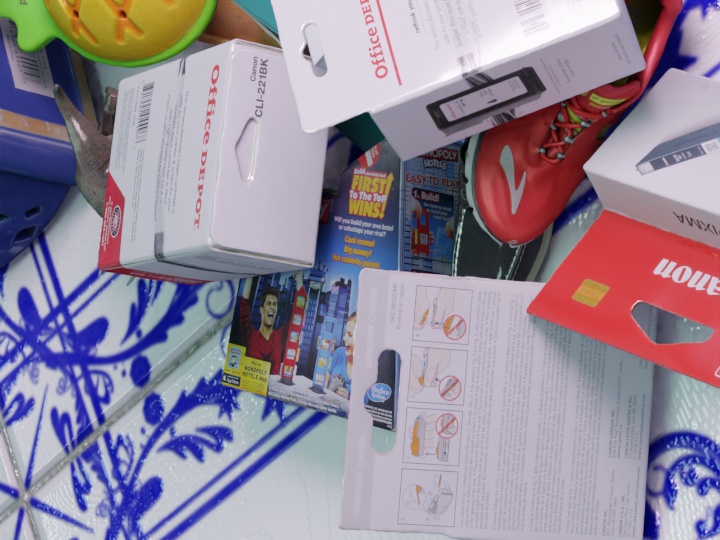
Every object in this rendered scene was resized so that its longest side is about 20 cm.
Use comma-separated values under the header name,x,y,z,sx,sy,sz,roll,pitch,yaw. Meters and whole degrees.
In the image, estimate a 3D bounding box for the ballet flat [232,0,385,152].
name,x,y,z,sx,sy,sz,roll,pitch,yaw
ballet flat,-0.023,-0.167,1.643,0.200,0.069,0.069,47,122,2

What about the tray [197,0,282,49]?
name,x,y,z,sx,sy,sz,roll,pitch,yaw
tray,-0.099,-0.218,1.758,0.200,0.037,0.099,19,98,43

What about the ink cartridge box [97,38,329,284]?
name,x,y,z,sx,sy,sz,roll,pitch,yaw
ink cartridge box,-0.103,-0.071,1.633,0.200,0.084,0.144,-8,74,62

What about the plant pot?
name,x,y,z,sx,sy,sz,roll,pitch,yaw
plant pot,-0.325,-0.128,1.864,0.180,0.200,0.200,-29,65,31

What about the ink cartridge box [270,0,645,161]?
name,x,y,z,sx,sy,sz,roll,pitch,yaw
ink cartridge box,0.057,-0.146,1.406,0.200,0.068,0.116,-20,60,11

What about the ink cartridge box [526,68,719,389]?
name,x,y,z,sx,sy,sz,roll,pitch,yaw
ink cartridge box,0.210,-0.024,1.359,0.200,0.045,0.176,22,63,44

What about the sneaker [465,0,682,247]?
name,x,y,z,sx,sy,sz,roll,pitch,yaw
sneaker,0.131,-0.106,1.444,0.200,0.077,0.085,-61,12,2

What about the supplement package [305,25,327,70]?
name,x,y,z,sx,sy,sz,roll,pitch,yaw
supplement package,0.034,-0.237,1.548,0.156,0.111,0.200,-44,44,32

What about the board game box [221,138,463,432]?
name,x,y,z,sx,sy,sz,roll,pitch,yaw
board game box,0.000,0.000,1.611,0.200,0.062,0.200,12,91,50

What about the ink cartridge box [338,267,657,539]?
name,x,y,z,sx,sy,sz,roll,pitch,yaw
ink cartridge box,0.081,0.085,1.432,0.050,0.200,0.161,177,98,-73

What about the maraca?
name,x,y,z,sx,sy,sz,roll,pitch,yaw
maraca,-0.190,-0.219,1.734,0.200,0.107,0.137,3,92,27

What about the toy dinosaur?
name,x,y,z,sx,sy,sz,roll,pitch,yaw
toy dinosaur,-0.174,-0.071,1.749,0.077,0.200,0.102,10,67,19

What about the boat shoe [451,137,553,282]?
name,x,y,z,sx,sy,sz,roll,pitch,yaw
boat shoe,0.093,-0.066,1.522,0.072,0.065,0.200,23,101,29
